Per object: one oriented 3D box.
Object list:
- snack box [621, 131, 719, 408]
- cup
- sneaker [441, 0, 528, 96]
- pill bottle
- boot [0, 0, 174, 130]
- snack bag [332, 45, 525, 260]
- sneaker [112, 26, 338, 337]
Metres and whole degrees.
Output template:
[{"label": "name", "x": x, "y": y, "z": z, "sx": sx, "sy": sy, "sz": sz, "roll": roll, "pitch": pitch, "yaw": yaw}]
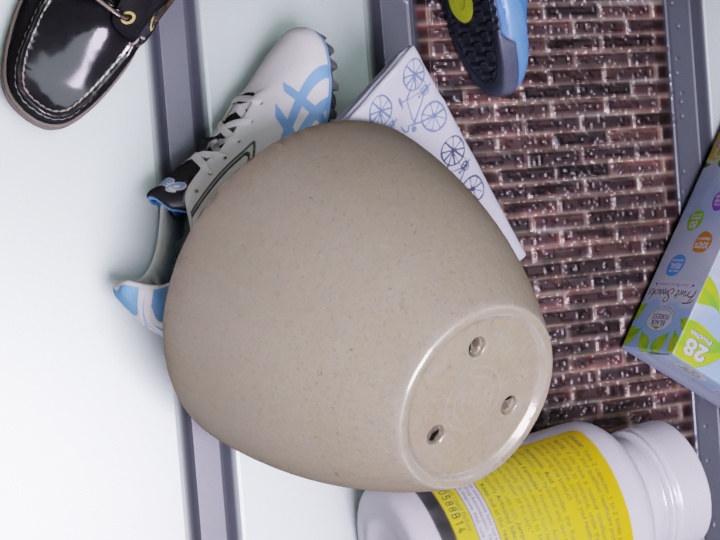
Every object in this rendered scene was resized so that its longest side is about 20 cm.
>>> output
[{"label": "snack box", "x": 0.293, "y": 0.004, "z": 1.007, "sx": 0.168, "sy": 0.068, "sz": 0.201, "roll": 29, "pitch": 81, "yaw": -20}, {"label": "cup", "x": 0.017, "y": 0.037, "z": 0.790, "sx": 0.200, "sy": 0.143, "sz": 0.201, "roll": -18, "pitch": 122, "yaw": -31}, {"label": "sneaker", "x": 0.087, "y": -0.211, "z": 0.923, "sx": 0.078, "sy": 0.066, "sz": 0.201, "roll": -15, "pitch": 96, "yaw": -25}, {"label": "pill bottle", "x": 0.108, "y": 0.155, "z": 0.907, "sx": 0.199, "sy": 0.111, "sz": 0.112, "roll": -15, "pitch": 96, "yaw": -21}, {"label": "boot", "x": -0.115, "y": -0.169, "z": 0.793, "sx": 0.073, "sy": 0.150, "sz": 0.200, "roll": 38, "pitch": 76, "yaw": -18}, {"label": "snack bag", "x": 0.000, "y": 0.000, "z": 0.870, "sx": 0.200, "sy": 0.021, "sz": 0.189, "roll": -45, "pitch": 132, "yaw": -16}, {"label": "sneaker", "x": -0.074, "y": -0.055, "z": 0.853, "sx": 0.072, "sy": 0.072, "sz": 0.201, "roll": 31, "pitch": 78, "yaw": -30}]
